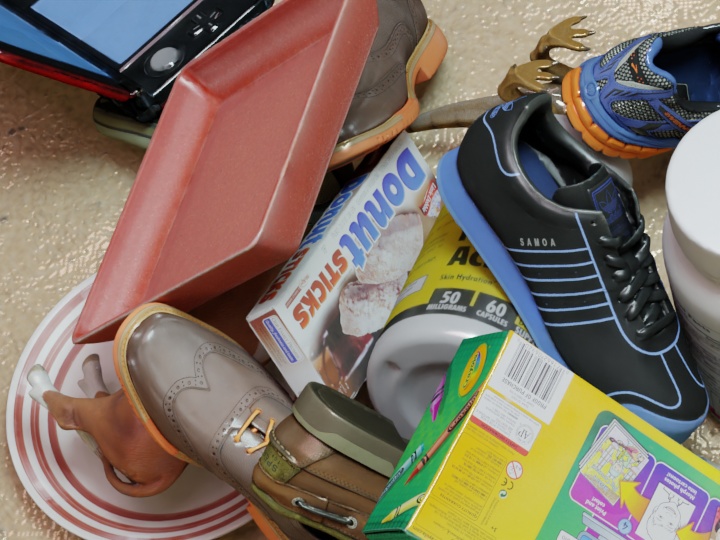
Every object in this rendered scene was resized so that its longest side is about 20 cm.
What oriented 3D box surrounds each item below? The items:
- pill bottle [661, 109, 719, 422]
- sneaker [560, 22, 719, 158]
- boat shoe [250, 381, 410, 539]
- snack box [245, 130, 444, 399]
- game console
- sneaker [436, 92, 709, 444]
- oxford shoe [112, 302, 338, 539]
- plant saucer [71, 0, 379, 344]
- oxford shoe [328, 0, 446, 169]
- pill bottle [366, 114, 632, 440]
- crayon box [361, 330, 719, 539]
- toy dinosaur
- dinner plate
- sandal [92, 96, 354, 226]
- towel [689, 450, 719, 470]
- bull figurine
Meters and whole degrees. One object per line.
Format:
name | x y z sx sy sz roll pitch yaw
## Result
pill bottle | 0.220 0.002 1.458 0.113 0.200 0.113 -6 60 10
sneaker | 0.215 -0.104 1.556 0.200 0.078 0.075 -10 75 -31
boat shoe | 0.034 0.134 1.447 0.200 0.072 0.068 32 100 -14
snack box | 0.000 0.000 1.539 0.024 0.072 0.200 -22 20 34
game console | -0.183 -0.180 1.682 0.172 0.119 0.200 -43 42 -12
sneaker | 0.122 -0.001 1.427 0.200 0.078 0.070 51 47 2
oxford shoe | -0.051 0.089 1.475 0.071 0.200 0.073 -55 30 -17
plant saucer | -0.067 -0.058 1.511 0.200 0.037 0.200 -26 38 51
oxford shoe | -0.007 -0.117 1.598 0.071 0.073 0.200 -22 20 21
pill bottle | 0.085 0.007 1.526 0.111 0.111 0.200 9 45 18
crayon box | 0.116 0.133 1.398 0.200 0.058 0.119 34 72 -15
toy dinosaur | 0.101 -0.093 1.608 0.200 0.106 0.060 3 53 8
dinner plate | -0.109 0.075 1.603 0.200 0.024 0.200 -6 60 10
sandal | -0.079 -0.066 1.658 0.080 0.057 0.201 -24 35 -39
towel | 0.121 0.148 1.505 0.200 0.024 0.147 24 71 27
bull figurine | -0.094 0.037 1.572 0.121 0.065 0.200 27 68 30
